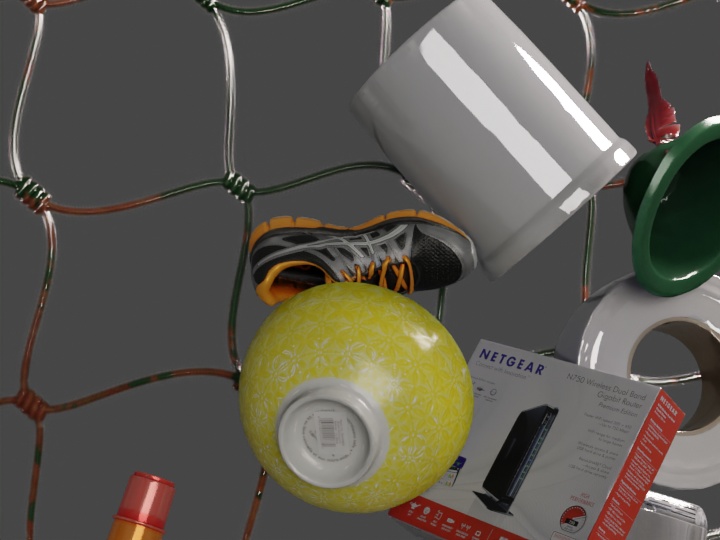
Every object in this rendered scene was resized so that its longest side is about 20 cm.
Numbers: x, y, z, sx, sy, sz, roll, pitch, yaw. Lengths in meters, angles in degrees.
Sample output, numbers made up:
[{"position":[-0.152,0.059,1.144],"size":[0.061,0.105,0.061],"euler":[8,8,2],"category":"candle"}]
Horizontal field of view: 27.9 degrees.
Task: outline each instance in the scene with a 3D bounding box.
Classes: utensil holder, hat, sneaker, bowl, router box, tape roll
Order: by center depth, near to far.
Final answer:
[{"position":[-0.014,0.118,1.173],"size":[0.199,0.108,0.201],"euler":[4,106,12],"category":"bowl"},{"position":[0.143,0.163,1.209],"size":[0.049,0.200,0.180],"euler":[42,70,-40],"category":"router box"},{"position":[0.000,0.000,1.237],"size":[0.199,0.078,0.077],"euler":[-3,36,8],"category":"sneaker"},{"position":[0.112,-0.120,1.268],"size":[0.170,0.170,0.200],"euler":[-40,87,-16],"category":"utensil holder"},{"position":[0.245,-0.086,1.302],"size":[0.200,0.176,0.166],"euler":[-5,116,-44],"category":"hat"},{"position":[0.277,0.098,1.312],"size":[0.202,0.071,0.203],"euler":[2,80,-12],"category":"tape roll"}]

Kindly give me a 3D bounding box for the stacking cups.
[{"position":[-0.204,0.264,1.185],"size":[0.060,0.061,0.201],"euler":[18,72,-9],"category":"stacking cups"}]

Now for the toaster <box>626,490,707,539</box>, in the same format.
[{"position":[0.217,0.254,1.248],"size":[0.199,0.114,0.130],"euler":[16,74,-7],"category":"toaster"}]
